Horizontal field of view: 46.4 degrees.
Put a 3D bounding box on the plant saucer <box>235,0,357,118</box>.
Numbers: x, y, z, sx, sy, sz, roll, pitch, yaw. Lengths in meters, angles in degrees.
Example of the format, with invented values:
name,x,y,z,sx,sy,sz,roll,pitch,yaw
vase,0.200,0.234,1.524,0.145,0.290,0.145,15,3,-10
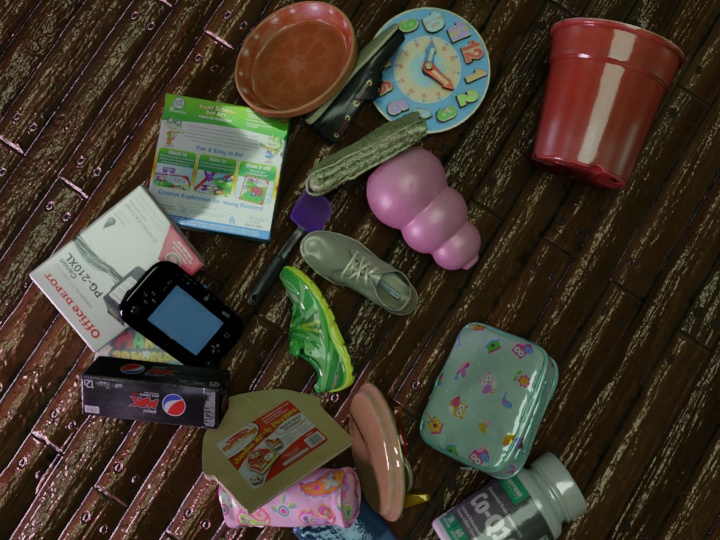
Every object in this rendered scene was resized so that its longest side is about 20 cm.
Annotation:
name,x,y,z,sx,sy,sz,roll,pitch,yaw
plant saucer,-0.096,-0.318,1.277,0.197,0.032,0.203,-9,63,18

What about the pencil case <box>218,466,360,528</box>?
name,x,y,z,sx,sy,sz,roll,pitch,yaw
pencil case,-0.099,0.318,1.171,0.197,0.087,0.089,-7,82,18

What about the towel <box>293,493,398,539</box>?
name,x,y,z,sx,sy,sz,roll,pitch,yaw
towel,0.000,0.406,1.206,0.111,0.049,0.201,-39,84,-6

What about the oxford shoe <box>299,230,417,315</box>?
name,x,y,z,sx,sy,sz,roll,pitch,yaw
oxford shoe,0.000,0.000,1.253,0.198,0.058,0.076,32,86,2

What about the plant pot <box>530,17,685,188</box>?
name,x,y,z,sx,sy,sz,roll,pitch,yaw
plant pot,0.347,-0.235,1.235,0.198,0.201,0.198,17,91,2

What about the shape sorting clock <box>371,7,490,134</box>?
name,x,y,z,sx,sy,sz,roll,pitch,yaw
shape sorting clock,0.104,-0.313,1.308,0.196,0.039,0.204,0,82,-1

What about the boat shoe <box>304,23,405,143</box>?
name,x,y,z,sx,sy,sz,roll,pitch,yaw
boat shoe,0.001,-0.285,1.279,0.063,0.074,0.202,39,94,-17

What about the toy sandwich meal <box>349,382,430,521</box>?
name,x,y,z,sx,sy,sz,roll,pitch,yaw
toy sandwich meal,0.040,0.244,1.157,0.069,0.205,0.209,-8,82,-18

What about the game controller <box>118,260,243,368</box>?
name,x,y,z,sx,sy,sz,roll,pitch,yaw
game controller,-0.249,0.068,1.190,0.104,0.200,0.042,-43,45,0

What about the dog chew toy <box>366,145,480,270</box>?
name,x,y,z,sx,sy,sz,roll,pitch,yaw
dog chew toy,0.101,-0.085,1.242,0.124,0.125,0.200,-42,93,-6

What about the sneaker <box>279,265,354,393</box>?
name,x,y,z,sx,sy,sz,roll,pitch,yaw
sneaker,-0.076,0.086,1.235,0.083,0.074,0.202,-24,84,-8

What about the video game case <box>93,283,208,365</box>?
name,x,y,z,sx,sy,sz,roll,pitch,yaw
video game case,-0.319,0.107,1.257,0.141,0.018,0.203,12,82,1

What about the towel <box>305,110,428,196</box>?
name,x,y,z,sx,sy,sz,roll,pitch,yaw
towel,0.007,-0.174,1.231,0.198,0.149,0.037,-29,103,6

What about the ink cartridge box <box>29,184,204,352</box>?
name,x,y,z,sx,sy,sz,roll,pitch,yaw
ink cartridge box,-0.344,-0.004,1.202,0.199,0.084,0.145,-39,101,-4

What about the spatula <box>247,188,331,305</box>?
name,x,y,z,sx,sy,sz,roll,pitch,yaw
spatula,-0.112,-0.032,1.276,0.056,0.021,0.201,34,86,-12

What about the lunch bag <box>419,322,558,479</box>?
name,x,y,z,sx,sy,sz,roll,pitch,yaw
lunch bag,0.185,0.189,1.194,0.159,0.077,0.202,19,79,32

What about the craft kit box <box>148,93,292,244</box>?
name,x,y,z,sx,sy,sz,roll,pitch,yaw
craft kit box,-0.216,-0.155,1.282,0.197,0.049,0.201,10,85,1

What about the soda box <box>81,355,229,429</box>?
name,x,y,z,sx,sy,sz,roll,pitch,yaw
soda box,-0.289,0.172,1.194,0.196,0.071,0.064,6,107,3

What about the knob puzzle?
name,x,y,z,sx,sy,sz,roll,pitch,yaw
knob puzzle,-0.135,0.240,1.188,0.216,0.221,0.031,-12,126,-2

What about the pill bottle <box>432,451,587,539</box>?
name,x,y,z,sx,sy,sz,roll,pitch,yaw
pill bottle,0.210,0.350,1.184,0.198,0.113,0.114,-32,84,-5
